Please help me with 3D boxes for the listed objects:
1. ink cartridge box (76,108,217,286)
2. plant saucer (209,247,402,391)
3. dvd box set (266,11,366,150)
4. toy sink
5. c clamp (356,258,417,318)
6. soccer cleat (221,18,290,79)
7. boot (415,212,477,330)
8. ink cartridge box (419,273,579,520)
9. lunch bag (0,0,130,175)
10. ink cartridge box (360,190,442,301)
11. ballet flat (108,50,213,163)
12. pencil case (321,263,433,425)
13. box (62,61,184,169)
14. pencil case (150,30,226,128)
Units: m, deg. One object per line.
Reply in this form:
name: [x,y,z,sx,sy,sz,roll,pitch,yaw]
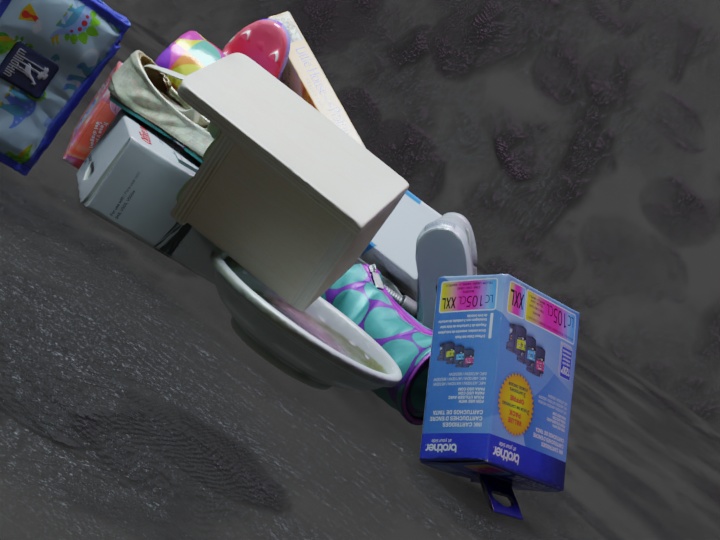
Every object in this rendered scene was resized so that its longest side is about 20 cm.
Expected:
ink cartridge box: [-0.165,-0.061,1.490,0.200,0.083,0.147,31,8,-20]
plant saucer: [-0.057,0.055,1.362,0.200,0.050,0.200,34,8,-6]
dvd box set: [-0.050,-0.151,1.625,0.146,0.029,0.200,100,-33,-57]
toy sink: [-0.081,-0.078,1.360,0.200,0.112,0.130,38,27,4]
c clamp: [0.000,0.000,1.661,0.200,0.027,0.171,35,7,-9]
soccer cleat: [-0.119,-0.186,1.621,0.067,0.200,0.076,36,36,9]
boot: [0.094,0.041,1.568,0.074,0.200,0.096,4,14,14]
ink cartridge box: [0.124,0.117,1.376,0.076,0.200,0.136,-3,-18,38]
lunch bag: [-0.327,-0.205,1.351,0.200,0.170,0.127,36,7,-9]
ink cartridge box: [0.054,-0.004,1.806,0.146,0.086,0.200,39,-16,28]
ballet flat: [-0.153,-0.140,1.478,0.200,0.062,0.067,35,12,7]
pencil case: [0.027,0.065,1.490,0.085,0.092,0.200,17,16,-38]
box: [-0.241,-0.145,1.638,0.103,0.095,0.200,33,8,-14]
pencil case: [-0.126,-0.149,1.544,0.200,0.088,0.088,39,8,7]
